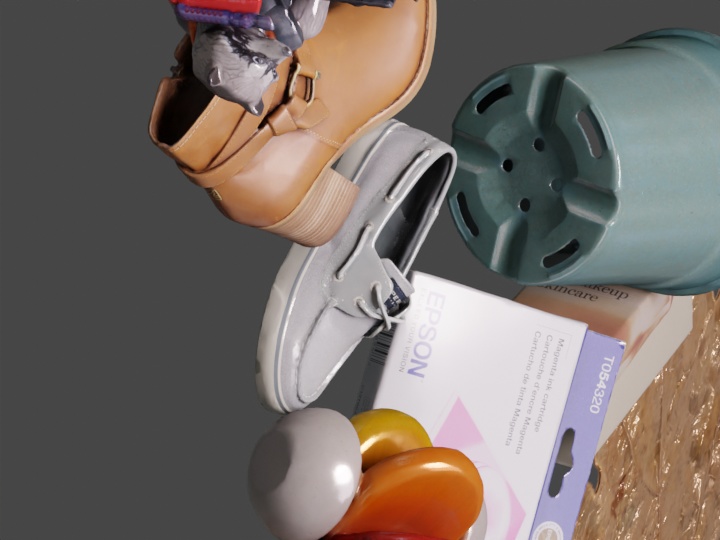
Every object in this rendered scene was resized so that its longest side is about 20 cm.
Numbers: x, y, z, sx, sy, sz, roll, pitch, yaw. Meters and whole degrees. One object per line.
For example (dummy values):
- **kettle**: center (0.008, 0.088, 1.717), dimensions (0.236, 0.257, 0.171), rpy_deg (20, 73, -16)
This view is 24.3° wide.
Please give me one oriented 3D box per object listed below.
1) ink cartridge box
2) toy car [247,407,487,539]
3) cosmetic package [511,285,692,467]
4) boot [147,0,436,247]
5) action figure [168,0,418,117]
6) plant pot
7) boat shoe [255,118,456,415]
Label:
- **ink cartridge box**: center (0.087, 0.119, 1.160), dimensions (0.198, 0.043, 0.199), rpy_deg (16, 88, -22)
- **toy car**: center (0.009, 0.191, 1.019), dimensions (0.174, 0.149, 0.202), rpy_deg (25, 89, -40)
- **cosmetic package**: center (0.176, 0.054, 1.318), dimensions (0.200, 0.102, 0.088), rpy_deg (-44, 137, -43)
- **boot**: center (-0.034, -0.123, 0.932), dimensions (0.154, 0.073, 0.202), rpy_deg (33, 72, -54)
- **action figure**: center (-0.021, -0.163, 0.829), dimensions (0.105, 0.198, 0.195), rpy_deg (64, 47, -64)
- **plant pot**: center (0.173, -0.073, 1.191), dimensions (0.195, 0.199, 0.203), rpy_deg (-7, 109, -48)
- **boat shoe**: center (0.001, 0.000, 1.036), dimensions (0.203, 0.071, 0.070), rpy_deg (-66, 148, -13)
